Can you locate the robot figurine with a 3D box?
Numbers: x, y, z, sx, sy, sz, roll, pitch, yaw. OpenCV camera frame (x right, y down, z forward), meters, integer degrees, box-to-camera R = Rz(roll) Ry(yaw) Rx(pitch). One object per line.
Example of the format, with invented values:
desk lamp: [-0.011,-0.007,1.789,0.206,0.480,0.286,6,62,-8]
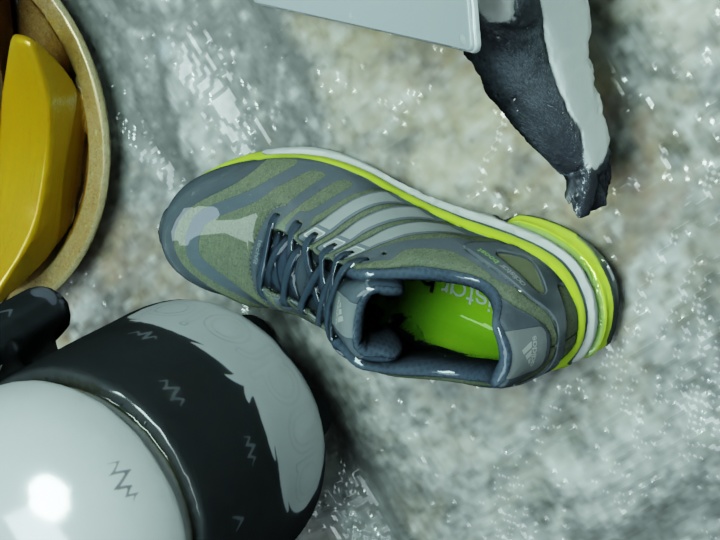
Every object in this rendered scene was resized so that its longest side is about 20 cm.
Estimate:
robot figurine: [-0.093,0.085,0.867,0.149,0.200,0.126,15,112,24]

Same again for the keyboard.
keyboard: [-0.004,-0.120,0.801,0.200,0.011,0.057,26,129,63]

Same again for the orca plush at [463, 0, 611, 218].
orca plush: [0.050,-0.121,0.797,0.071,0.105,0.201,4,128,39]

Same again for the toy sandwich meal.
toy sandwich meal: [-0.198,-0.069,0.955,0.204,0.070,0.207,9,109,27]

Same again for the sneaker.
sneaker: [0.000,0.000,0.860,0.199,0.081,0.074,12,110,26]
